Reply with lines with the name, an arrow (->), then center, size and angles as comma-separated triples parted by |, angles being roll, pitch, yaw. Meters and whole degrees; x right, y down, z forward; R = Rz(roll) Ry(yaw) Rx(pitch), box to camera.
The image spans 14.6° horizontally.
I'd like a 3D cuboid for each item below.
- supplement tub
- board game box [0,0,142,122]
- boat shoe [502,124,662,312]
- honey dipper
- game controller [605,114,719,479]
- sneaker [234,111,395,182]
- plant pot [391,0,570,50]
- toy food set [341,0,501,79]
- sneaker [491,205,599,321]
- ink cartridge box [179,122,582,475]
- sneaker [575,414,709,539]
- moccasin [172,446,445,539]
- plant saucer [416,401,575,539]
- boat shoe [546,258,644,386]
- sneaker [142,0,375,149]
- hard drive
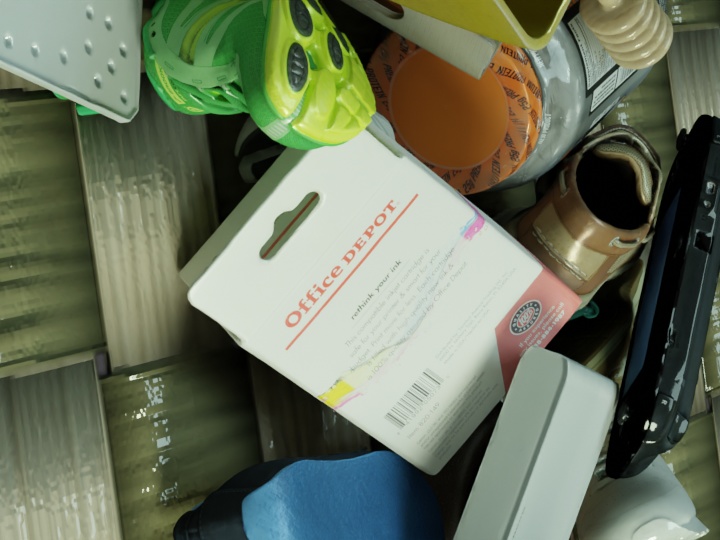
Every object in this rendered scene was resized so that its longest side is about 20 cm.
supplement tub -> 0.082, -0.118, 1.528 | 0.200, 0.122, 0.123 | -40, 120, -57
board game box -> -0.154, -0.181, 1.188 | 0.200, 0.026, 0.201 | 23, 64, -60
boat shoe -> 0.136, -0.038, 1.534 | 0.076, 0.072, 0.200 | 41, 29, -3
honey dipper -> 0.105, -0.160, 1.401 | 0.200, 0.038, 0.038 | 42, 48, -54
game controller -> 0.168, 0.015, 1.555 | 0.104, 0.042, 0.201 | 129, -23, -66
sneaker -> 0.004, -0.032, 1.421 | 0.081, 0.075, 0.200 | -85, 155, -44
plant pot -> 0.009, -0.241, 1.259 | 0.200, 0.176, 0.201 | 47, 63, -44
toy food set -> 0.033, -0.191, 1.423 | 0.061, 0.143, 0.200 | -62, 178, 41
sneaker -> 0.092, 0.007, 1.565 | 0.200, 0.079, 0.078 | -44, 124, -56
ink cartridge box -> 0.000, 0.000, 1.324 | 0.117, 0.067, 0.200 | -49, 134, 3
sneaker -> 0.148, 0.127, 1.618 | 0.200, 0.076, 0.081 | -143, -146, -88
moccasin -> -0.022, 0.118, 1.339 | 0.200, 0.068, 0.081 | 27, 53, -60
plant saucer -> 0.075, 0.162, 1.553 | 0.200, 0.034, 0.202 | 21, 66, -61
boat shoe -> 0.134, 0.051, 1.638 | 0.200, 0.074, 0.067 | -43, 122, -62
sneaker -> -0.049, -0.091, 1.242 | 0.074, 0.083, 0.200 | 51, 5, -24
hard drive -> 0.088, 0.110, 1.420 | 0.200, 0.027, 0.133 | 25, 85, -76
